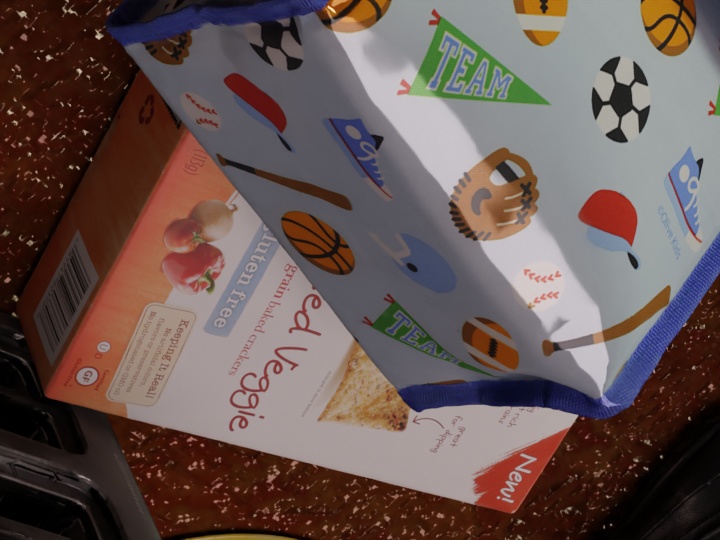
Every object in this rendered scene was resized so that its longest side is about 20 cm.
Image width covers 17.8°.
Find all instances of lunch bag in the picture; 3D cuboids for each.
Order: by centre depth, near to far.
[{"bbox_3d":[0.056,-0.082,0.695,0.200,0.124,0.170,-51,120,-27],"label":"lunch bag"}]

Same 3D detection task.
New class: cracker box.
[{"bbox_3d":[0.000,0.000,0.800,0.200,0.058,0.134,16,116,-31],"label":"cracker box"}]

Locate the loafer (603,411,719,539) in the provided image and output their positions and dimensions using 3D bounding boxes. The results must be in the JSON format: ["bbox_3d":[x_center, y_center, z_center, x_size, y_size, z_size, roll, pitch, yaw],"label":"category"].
[{"bbox_3d":[0.116,0.147,0.943,0.068,0.070,0.201,23,113,-33],"label":"loafer"}]

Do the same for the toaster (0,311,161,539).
[{"bbox_3d":[-0.157,0.091,0.727,0.200,0.181,0.119,24,110,-34],"label":"toaster"}]

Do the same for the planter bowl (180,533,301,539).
[{"bbox_3d":[-0.059,0.207,0.907,0.200,0.084,0.201,-10,127,-14],"label":"planter bowl"}]
